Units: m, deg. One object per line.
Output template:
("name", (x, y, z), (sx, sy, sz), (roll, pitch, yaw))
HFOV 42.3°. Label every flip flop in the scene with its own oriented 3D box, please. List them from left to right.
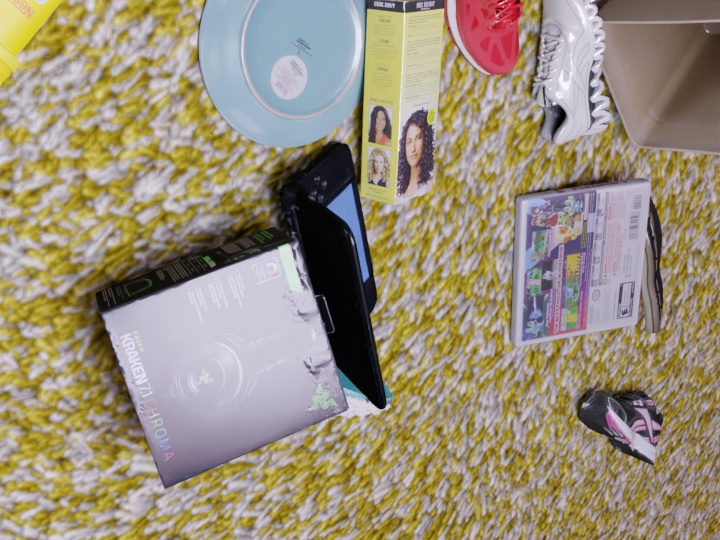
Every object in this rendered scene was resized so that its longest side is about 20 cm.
("flip flop", (0.376, -0.012, 1.259), (0.081, 0.057, 0.203), (-39, 123, -55))

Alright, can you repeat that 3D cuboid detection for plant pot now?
("plant pot", (0.412, -0.269, 1.075), (0.178, 0.198, 0.200), (-54, 131, -20))

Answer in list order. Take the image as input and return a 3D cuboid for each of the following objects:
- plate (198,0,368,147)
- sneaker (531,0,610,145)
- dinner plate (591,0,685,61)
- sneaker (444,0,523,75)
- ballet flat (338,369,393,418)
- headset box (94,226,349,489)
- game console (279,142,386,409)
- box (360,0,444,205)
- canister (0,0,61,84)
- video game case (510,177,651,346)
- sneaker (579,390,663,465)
("plate", (-0.059, -0.214, 0.881), (0.198, 0.025, 0.203), (-16, 117, -32))
("sneaker", (0.232, -0.235, 1.059), (0.080, 0.075, 0.202), (-27, 123, -14))
("dinner plate", (0.355, -0.326, 1.139), (0.198, 0.024, 0.203), (-14, 117, -30))
("sneaker", (0.143, -0.279, 0.941), (0.078, 0.115, 0.201), (-40, 127, -15))
("ballet flat", (-0.055, 0.123, 1.007), (0.198, 0.072, 0.073), (24, 94, -35))
("headset box", (-0.122, 0.074, 0.865), (0.197, 0.093, 0.177), (-20, 106, -15))
("game console", (0.000, 0.000, 0.916), (0.176, 0.115, 0.203), (-47, 136, -47))
("box", (0.042, -0.174, 0.944), (0.075, 0.050, 0.203), (-25, 124, -48))
("canister", (-0.262, -0.259, 0.674), (0.201, 0.086, 0.148), (-53, 130, -7))
("video game case", (0.279, -0.010, 1.185), (0.179, 0.023, 0.203), (-9, 115, -15))
("sneaker", (0.388, 0.210, 1.367), (0.200, 0.080, 0.087), (40, 72, -48))
